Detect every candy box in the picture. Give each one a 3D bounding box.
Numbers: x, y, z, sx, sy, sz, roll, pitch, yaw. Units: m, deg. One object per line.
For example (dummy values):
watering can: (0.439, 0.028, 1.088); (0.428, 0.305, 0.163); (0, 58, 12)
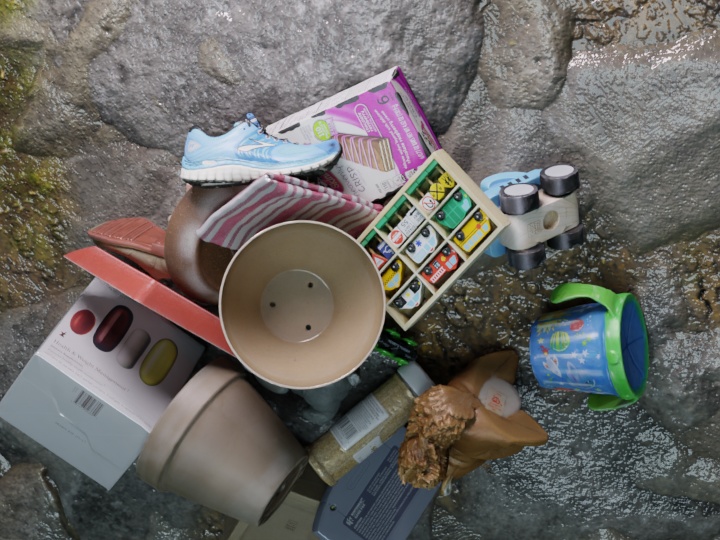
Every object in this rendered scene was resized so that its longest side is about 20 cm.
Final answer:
candy box: (-0.012, -0.152, 1.635); (0.200, 0.061, 0.137); (-22, 110, 23)

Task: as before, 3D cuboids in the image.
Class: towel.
towel: (-0.084, -0.057, 1.614); (0.200, 0.030, 0.146); (14, 142, -40)

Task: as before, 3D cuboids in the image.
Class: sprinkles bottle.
sprinkles bottle: (0.016, 0.208, 1.777); (0.200, 0.068, 0.068); (-39, 106, -1)

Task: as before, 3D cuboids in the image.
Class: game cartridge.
game cartridge: (0.025, 0.315, 1.822); (0.133, 0.200, 0.041); (41, 157, -11)

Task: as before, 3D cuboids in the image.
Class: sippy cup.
sippy cup: (0.292, 0.101, 1.677); (0.130, 0.140, 0.178); (-5, 92, 26)

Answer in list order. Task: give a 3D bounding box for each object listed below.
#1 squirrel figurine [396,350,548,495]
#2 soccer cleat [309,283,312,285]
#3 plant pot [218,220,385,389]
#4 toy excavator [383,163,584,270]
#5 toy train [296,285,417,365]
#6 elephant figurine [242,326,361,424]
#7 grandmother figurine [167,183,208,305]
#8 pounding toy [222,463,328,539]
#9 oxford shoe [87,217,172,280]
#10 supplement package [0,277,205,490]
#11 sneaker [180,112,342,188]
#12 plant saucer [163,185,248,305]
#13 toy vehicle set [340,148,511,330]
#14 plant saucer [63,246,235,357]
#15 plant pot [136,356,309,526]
squirrel figurine: (0.125, 0.222, 1.750); (0.200, 0.142, 0.187); (-7, 150, -33)
soccer cleat: (0.000, 0.000, 1.702); (0.200, 0.085, 0.069); (-22, 112, 22)
plant pot: (-0.076, 0.042, 1.605); (0.200, 0.134, 0.201); (0, 89, -6)
toy excavator: (0.154, -0.073, 1.627); (0.194, 0.200, 0.100); (-24, 117, -25)
toy train: (-0.009, 0.072, 1.735); (0.200, 0.056, 0.042); (30, 80, -25)
elephant figurine: (-0.106, 0.114, 1.755); (0.200, 0.142, 0.155); (27, 123, -6)
grandmother figurine: (-0.209, -0.045, 1.739); (0.121, 0.061, 0.200); (23, 123, 32)
pounding toy: (-0.121, 0.351, 1.910); (0.184, 0.142, 0.200); (22, 121, -14)
oxford shoe: (-0.287, -0.021, 1.733); (0.200, 0.071, 0.074); (15, 125, 36)
supplement package: (-0.355, 0.150, 1.789); (0.191, 0.200, 0.147); (36, 125, -9)
sneaker: (-0.121, -0.151, 1.581); (0.199, 0.078, 0.090); (-2, 86, -1)
plant saucer: (-0.155, -0.039, 1.672); (0.200, 0.037, 0.201); (-16, 123, -26)
toy vehicle set: (0.077, -0.036, 1.588); (0.124, 0.027, 0.200); (47, 122, 9)
plant saucer: (-0.266, 0.036, 1.711); (0.200, 0.200, 0.037); (35, 84, -43)
plant pot: (-0.170, 0.244, 1.734); (0.173, 0.200, 0.200); (34, 121, 11)
